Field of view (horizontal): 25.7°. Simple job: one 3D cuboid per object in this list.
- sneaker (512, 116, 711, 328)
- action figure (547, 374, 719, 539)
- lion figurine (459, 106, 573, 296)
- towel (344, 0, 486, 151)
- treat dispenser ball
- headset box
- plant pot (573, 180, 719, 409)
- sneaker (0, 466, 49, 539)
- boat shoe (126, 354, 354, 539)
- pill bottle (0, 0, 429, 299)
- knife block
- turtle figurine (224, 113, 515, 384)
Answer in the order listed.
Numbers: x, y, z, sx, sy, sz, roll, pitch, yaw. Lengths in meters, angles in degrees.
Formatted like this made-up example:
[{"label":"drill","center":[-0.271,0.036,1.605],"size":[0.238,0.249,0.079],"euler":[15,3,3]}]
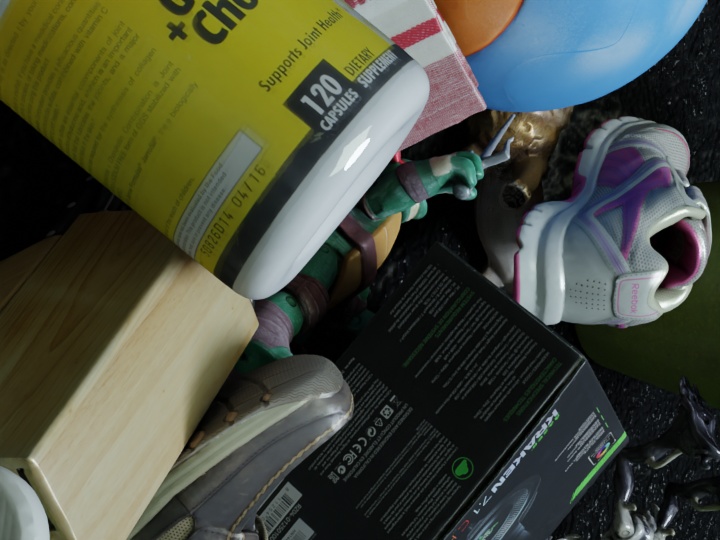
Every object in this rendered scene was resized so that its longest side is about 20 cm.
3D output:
[{"label":"sneaker","center":[0.154,-0.020,0.873],"size":[0.200,0.088,0.082],"euler":[-48,144,-49]},{"label":"action figure","center":[0.158,0.159,0.999],"size":[0.119,0.200,0.102],"euler":[40,24,-20]},{"label":"lion figurine","center":[0.090,-0.030,0.929],"size":[0.123,0.072,0.202],"euler":[-51,150,-59]},{"label":"towel","center":[-0.048,-0.119,0.692],"size":[0.201,0.143,0.023],"euler":[57,15,-34]},{"label":"treat dispenser ball","center":[0.083,-0.180,0.777],"size":[0.200,0.200,0.203],"euler":[-12,106,-49]},{"label":"headset box","center":[0.036,0.105,0.776],"size":[0.174,0.093,0.200],"euler":[-50,158,-4]},{"label":"plant pot","center":[0.245,0.014,1.021],"size":[0.199,0.189,0.202],"euler":[-14,108,-49]},{"label":"sneaker","center":[-0.161,0.121,0.566],"size":[0.118,0.199,0.074],"euler":[17,50,-56]},{"label":"boat shoe","center":[-0.072,0.111,0.665],"size":[0.073,0.200,0.075],"euler":[48,20,-10]},{"label":"pill bottle","center":[-0.080,-0.090,0.600],"size":[0.200,0.112,0.112],"euler":[39,58,2]},{"label":"knife block","center":[-0.080,0.017,0.644],"size":[0.175,0.200,0.064],"euler":[-28,121,-11]},{"label":"turtle figurine","center":[0.000,0.000,0.790],"size":[0.200,0.100,0.150],"euler":[-46,153,-33]}]
